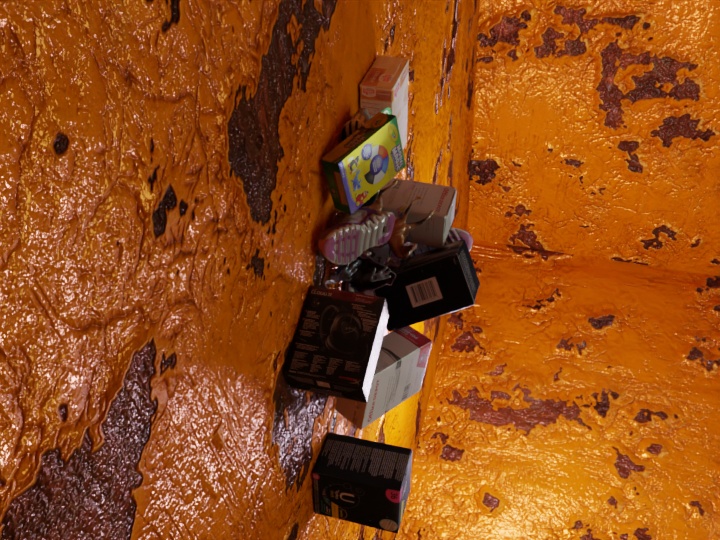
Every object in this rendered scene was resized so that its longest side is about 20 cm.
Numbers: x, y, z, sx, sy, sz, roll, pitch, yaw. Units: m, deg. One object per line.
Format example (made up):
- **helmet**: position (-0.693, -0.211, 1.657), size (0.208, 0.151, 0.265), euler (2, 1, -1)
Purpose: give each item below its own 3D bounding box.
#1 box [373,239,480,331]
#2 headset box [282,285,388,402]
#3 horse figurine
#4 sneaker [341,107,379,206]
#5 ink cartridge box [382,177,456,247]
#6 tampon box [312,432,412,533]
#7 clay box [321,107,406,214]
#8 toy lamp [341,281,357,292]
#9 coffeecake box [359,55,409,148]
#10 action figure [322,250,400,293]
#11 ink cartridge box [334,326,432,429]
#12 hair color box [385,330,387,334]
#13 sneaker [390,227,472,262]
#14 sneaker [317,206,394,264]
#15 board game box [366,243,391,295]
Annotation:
- **box**: position (0.147, 0.028, 1.726), size (0.198, 0.199, 0.124), euler (-41, 111, -74)
- **headset box**: position (-0.039, 0.123, 1.428), size (0.077, 0.148, 0.201), euler (78, 24, -59)
- **horse figurine**: position (0.060, -0.123, 1.674), size (0.133, 0.200, 0.050), euler (-51, 172, -7)
- **sneaker**: position (0.012, -0.235, 1.575), size (0.116, 0.075, 0.201), euler (-71, 163, -46)
- **ink cartridge box**: position (0.108, -0.136, 1.775), size (0.146, 0.199, 0.088), euler (-64, 159, -53)
- **tampon box**: position (0.006, 0.475, 1.760), size (0.126, 0.199, 0.150), euler (-65, 159, -51)
- **clay box**: position (0.018, -0.209, 1.467), size (0.200, 0.047, 0.115), euler (-43, 137, -30)
- **toy lamp**: position (-0.042, 0.071, 1.594), size (0.200, 0.058, 0.059), euler (-61, 157, -63)
- **coffeecake box**: position (0.052, -0.333, 1.676), size (0.154, 0.073, 0.201), euler (-66, 160, -49)
- **action figure**: position (0.000, 0.000, 1.618), size (0.149, 0.134, 0.200), euler (-48, -165, 1)
- **ink cartridge box**: position (0.048, 0.221, 1.651), size (0.200, 0.083, 0.147), euler (-24, 136, -43)
- **hair color box**: position (0.008, 0.165, 1.777), size (0.200, 0.101, 0.061), euler (84, 20, -53)
- **sneaker**: position (0.171, -0.057, 1.857), size (0.088, 0.199, 0.081), euler (-41, 113, -67)
- **sneaker**: position (-0.023, -0.075, 1.501), size (0.200, 0.088, 0.081), euler (-26, 136, -48)
- **board game box**: position (0.048, -0.018, 1.909), size (0.148, 0.064, 0.201), euler (80, 22, -56)
